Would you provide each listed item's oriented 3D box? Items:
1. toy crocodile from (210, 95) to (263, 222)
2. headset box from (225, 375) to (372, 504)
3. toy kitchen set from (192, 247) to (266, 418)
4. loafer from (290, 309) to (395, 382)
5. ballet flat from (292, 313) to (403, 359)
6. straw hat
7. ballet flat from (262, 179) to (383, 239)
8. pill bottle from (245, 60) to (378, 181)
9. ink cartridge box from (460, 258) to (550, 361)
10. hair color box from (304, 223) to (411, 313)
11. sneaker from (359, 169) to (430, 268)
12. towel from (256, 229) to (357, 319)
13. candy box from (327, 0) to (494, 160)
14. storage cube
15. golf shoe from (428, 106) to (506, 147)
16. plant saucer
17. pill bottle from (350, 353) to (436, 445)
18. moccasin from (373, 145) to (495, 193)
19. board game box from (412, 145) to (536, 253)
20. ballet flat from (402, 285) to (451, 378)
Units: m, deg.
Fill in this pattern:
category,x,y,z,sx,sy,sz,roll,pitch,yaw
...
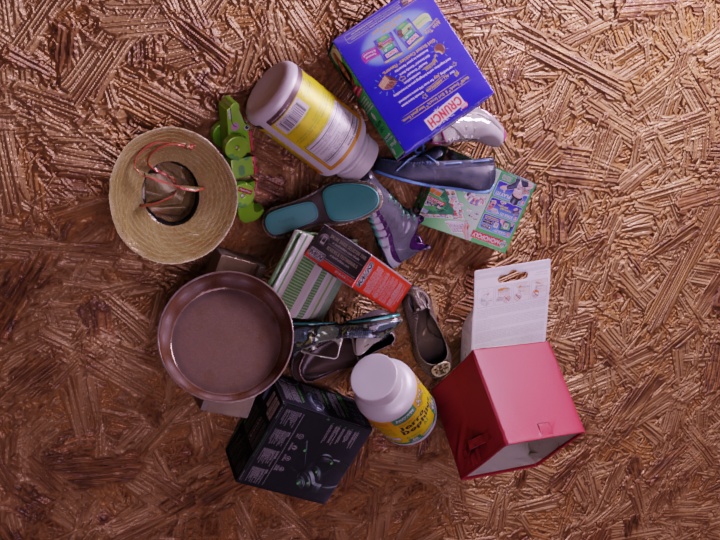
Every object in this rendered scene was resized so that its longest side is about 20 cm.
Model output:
category,x,y,z,sx,sy,sz,roll,pitch,yaw
toy crocodile,-0.183,-0.164,1.471,0.061,0.067,0.202,-16,120,-23
headset box,-0.100,0.292,1.679,0.199,0.093,0.175,21,109,-29
toy kitchen set,-0.167,0.102,1.527,0.162,0.180,0.201,15,104,-30
loafer,-0.027,0.132,1.666,0.199,0.071,0.073,-29,120,-10
ballet flat,-0.027,0.111,1.619,0.198,0.074,0.075,-4,115,2
straw hat,-0.282,-0.118,1.436,0.199,0.085,0.203,-7,109,-22
ballet flat,-0.056,-0.097,1.530,0.198,0.075,0.068,-15,92,13
pill bottle,-0.068,-0.218,1.474,0.200,0.109,0.110,35,95,-32
ink cartridge box,0.265,0.076,1.790,0.159,0.047,0.202,-9,113,-19
hair color box,0.000,0.000,1.548,0.061,0.101,0.200,-56,154,-1
sneaker,0.052,-0.100,1.598,0.087,0.075,0.201,-23,130,-2
towel,-0.080,0.008,1.560,0.153,0.023,0.200,-62,155,10
candy box,0.075,-0.298,1.476,0.168,0.077,0.201,-34,91,-7
storage cube,0.257,0.248,1.737,0.198,0.181,0.171,-3,150,-28
golf shoe,0.146,-0.232,1.573,0.199,0.075,0.092,23,74,-24
plant saucer,-0.198,0.100,1.438,0.199,0.201,0.035,-23,162,-14
pill bottle,0.055,0.219,1.678,0.113,0.113,0.200,-41,146,-3
moccasin,0.121,-0.171,1.586,0.198,0.080,0.069,7,101,-7
board game box,0.195,-0.120,1.682,0.199,0.029,0.135,17,104,-29
ballet flat,0.122,0.117,1.741,0.067,0.046,0.201,-25,120,-12
